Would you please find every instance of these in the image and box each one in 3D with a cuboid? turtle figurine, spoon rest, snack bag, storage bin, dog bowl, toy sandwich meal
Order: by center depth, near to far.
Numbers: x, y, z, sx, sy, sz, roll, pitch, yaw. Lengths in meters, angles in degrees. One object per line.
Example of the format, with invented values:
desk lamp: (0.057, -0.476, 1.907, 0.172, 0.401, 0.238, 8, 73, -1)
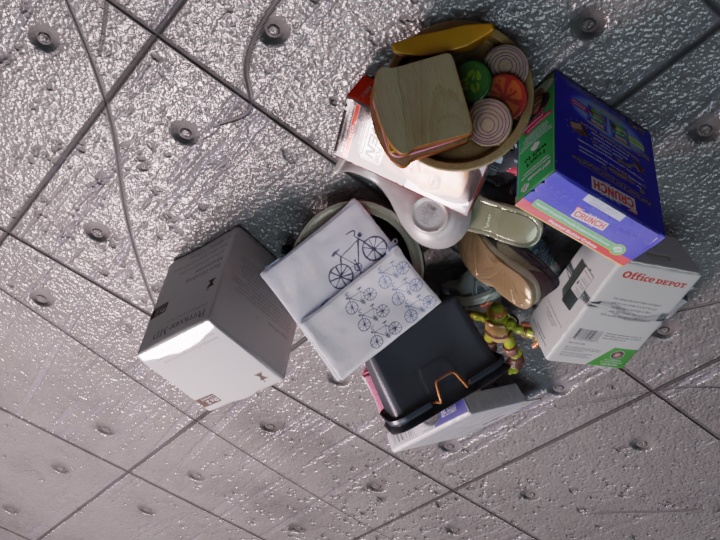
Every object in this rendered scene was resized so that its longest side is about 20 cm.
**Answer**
toy sandwich meal: (0.108, -0.212, 1.096, 0.205, 0.206, 0.070, 2, 179, 9)
spoon rest: (0.061, -0.106, 1.260, 0.200, 0.061, 0.099, 32, 109, 6)
snack bag: (-0.017, 0.023, 1.287, 0.188, 0.021, 0.200, -38, 82, 9)
dog bowl: (0.000, 0.000, 1.332, 0.200, 0.201, 0.074, -1, 179, 12)
storage bin: (0.096, 0.129, 1.335, 0.200, 0.146, 0.135, -30, 95, -6)
turtle figurine: (0.210, 0.093, 1.451, 0.200, 0.065, 0.161, 10, 147, 18)

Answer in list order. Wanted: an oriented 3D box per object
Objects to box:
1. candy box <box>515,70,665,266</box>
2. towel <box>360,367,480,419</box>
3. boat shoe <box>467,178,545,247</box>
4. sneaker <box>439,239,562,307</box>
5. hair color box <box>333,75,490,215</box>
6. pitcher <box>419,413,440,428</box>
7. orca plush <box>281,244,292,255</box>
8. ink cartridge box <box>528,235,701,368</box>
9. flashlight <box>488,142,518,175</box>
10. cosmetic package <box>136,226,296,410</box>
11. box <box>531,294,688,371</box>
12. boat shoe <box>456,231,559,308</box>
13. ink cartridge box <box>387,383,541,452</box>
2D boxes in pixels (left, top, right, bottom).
candy box: (0.280, -0.127, 1.125, 0.169, 0.200, 0.077, 28, 133, -17)
towel: (0.114, 0.213, 1.623, 0.199, 0.030, 0.147, -7, 134, 17)
boat shoe: (0.167, -0.096, 1.272, 0.199, 0.066, 0.075, 21, 117, 20)
sneaker: (0.202, -0.003, 1.371, 0.200, 0.078, 0.087, -15, 102, 35)
hair color box: (0.072, -0.163, 1.191, 0.200, 0.061, 0.102, 25, 136, 8)
pitcher: (0.075, 0.139, 1.453, 0.121, 0.172, 0.200, -20, 129, 35)
orca plush: (-0.025, -0.004, 1.398, 0.199, 0.071, 0.105, 14, 136, -3)
ink cartridge box: (0.353, 0.038, 1.282, 0.146, 0.083, 0.200, 9, 130, -25)
flashlight: (0.242, -0.126, 1.234, 0.200, 0.068, 0.068, 21, 175, -7)
cosmetic package: (-0.211, 0.077, 1.422, 0.165, 0.200, 0.165, -26, 125, 31)
box: (0.379, 0.064, 1.415, 0.156, 0.041, 0.200, 23, 133, -11)
boat shoe: (0.203, -0.015, 1.283, 0.065, 0.200, 0.072, -15, 122, -21)
ink cartridge box: (0.179, 0.251, 1.578, 0.200, 0.043, 0.196, -3, 155, -45)
